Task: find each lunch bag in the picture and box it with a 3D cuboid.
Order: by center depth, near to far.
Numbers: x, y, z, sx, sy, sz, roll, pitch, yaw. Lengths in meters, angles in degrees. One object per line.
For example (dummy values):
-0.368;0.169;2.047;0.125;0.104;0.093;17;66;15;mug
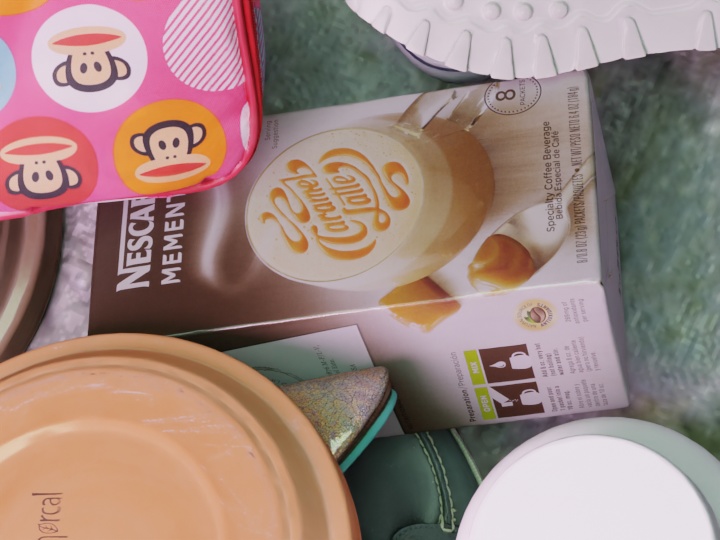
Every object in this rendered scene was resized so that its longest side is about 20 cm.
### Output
-0.138;-0.110;1.081;0.200;0.082;0.176;-6;122;-1;lunch bag

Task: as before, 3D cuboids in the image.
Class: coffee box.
0.000;0.000;1.137;0.200;0.080;0.114;-8;49;9;coffee box

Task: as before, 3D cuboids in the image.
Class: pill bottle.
0.095;0.114;1.052;0.113;0.200;0.113;-2;78;11;pill bottle

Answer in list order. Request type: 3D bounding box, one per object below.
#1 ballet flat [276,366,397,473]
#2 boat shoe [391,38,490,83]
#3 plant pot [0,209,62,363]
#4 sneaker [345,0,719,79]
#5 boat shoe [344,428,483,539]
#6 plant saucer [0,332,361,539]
-0.072;0.095;1.095;0.067;0.068;0.200;40;106;-11;ballet flat
0.023;-0.180;1.183;0.075;0.086;0.202;-10;77;10;boat shoe
-0.233;-0.023;1.202;0.201;0.093;0.201;-3;78;12;plant pot
0.087;-0.120;1.146;0.200;0.081;0.076;3;107;-3;sneaker
0.019;0.130;1.135;0.073;0.062;0.200;-13;77;9;boat shoe
-0.099;0.111;1.030;0.200;0.032;0.200;-7;59;11;plant saucer
